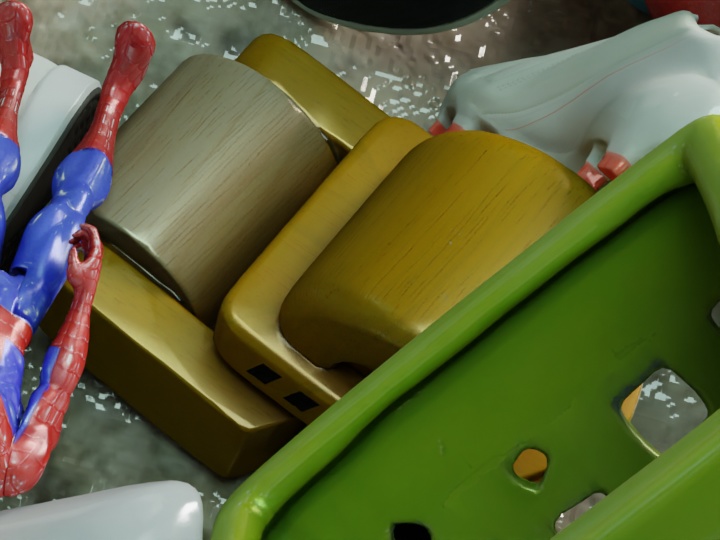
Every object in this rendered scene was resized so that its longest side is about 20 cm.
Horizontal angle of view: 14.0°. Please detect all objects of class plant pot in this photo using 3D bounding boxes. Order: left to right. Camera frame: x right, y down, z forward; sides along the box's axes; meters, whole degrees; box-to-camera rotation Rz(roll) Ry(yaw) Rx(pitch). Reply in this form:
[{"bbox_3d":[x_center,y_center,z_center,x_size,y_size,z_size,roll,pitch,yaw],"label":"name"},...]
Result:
[{"bbox_3d":[0.086,0.107,0.781,0.200,0.199,0.181,-40,105,15],"label":"plant pot"}]

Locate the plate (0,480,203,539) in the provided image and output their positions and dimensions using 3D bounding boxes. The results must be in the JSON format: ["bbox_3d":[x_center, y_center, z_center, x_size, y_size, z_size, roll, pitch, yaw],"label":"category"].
[{"bbox_3d":[-0.143,0.160,0.849,0.200,0.032,0.200,-10,61,26],"label":"plate"}]

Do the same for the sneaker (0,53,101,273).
[{"bbox_3d":[-0.166,-0.002,0.965,0.085,0.073,0.200,26,53,5],"label":"sneaker"}]

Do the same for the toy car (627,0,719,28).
[{"bbox_3d":[0.187,-0.053,1.019,0.177,0.184,0.200,-7,96,-14],"label":"toy car"}]

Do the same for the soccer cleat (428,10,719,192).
[{"bbox_3d":[0.087,-0.048,0.964,0.078,0.200,0.069,-45,107,-11],"label":"soccer cleat"}]

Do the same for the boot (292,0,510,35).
[{"bbox_3d":[0.059,-0.162,1.028,0.072,0.200,0.144,50,49,-26],"label":"boot"}]

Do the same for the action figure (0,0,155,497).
[{"bbox_3d":[-0.112,0.002,0.902,0.065,0.052,0.200,12,57,-2],"label":"action figure"}]

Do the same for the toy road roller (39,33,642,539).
[{"bbox_3d":[0.000,0.000,0.946,0.200,0.146,0.123,37,64,8],"label":"toy road roller"}]
